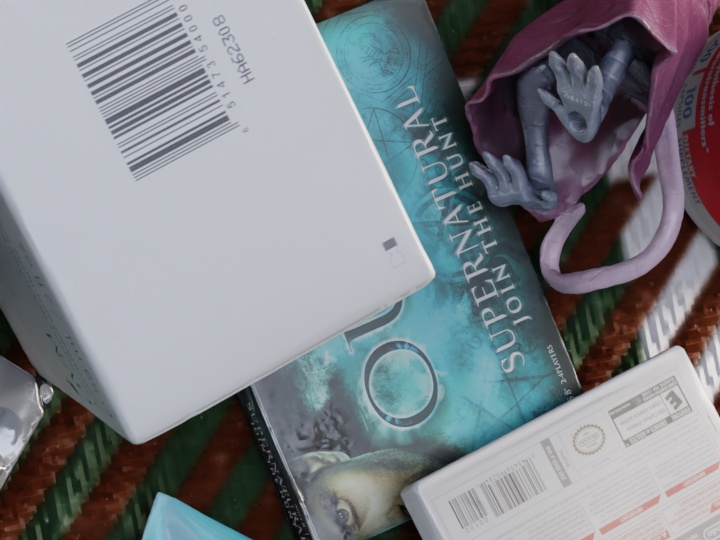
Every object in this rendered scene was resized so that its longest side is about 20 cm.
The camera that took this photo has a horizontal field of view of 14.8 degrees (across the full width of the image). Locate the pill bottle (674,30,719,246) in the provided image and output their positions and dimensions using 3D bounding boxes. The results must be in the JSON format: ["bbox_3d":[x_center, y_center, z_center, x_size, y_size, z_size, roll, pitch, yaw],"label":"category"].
[{"bbox_3d":[0.210,-0.064,1.115,0.112,0.200,0.113,2,84,-18],"label":"pill bottle"}]

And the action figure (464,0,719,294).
[{"bbox_3d":[0.126,-0.111,1.133,0.149,0.134,0.200,58,45,-26],"label":"action figure"}]

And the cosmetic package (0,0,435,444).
[{"bbox_3d":[-0.093,-0.064,0.979,0.123,0.200,0.200,-28,101,-10],"label":"cosmetic package"}]

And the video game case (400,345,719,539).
[{"bbox_3d":[0.119,0.148,1.117,0.143,0.018,0.201,-25,85,-28],"label":"video game case"}]

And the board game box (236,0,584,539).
[{"bbox_3d":[0.000,0.000,1.130,0.135,0.028,0.201,-24,92,-20],"label":"board game box"}]

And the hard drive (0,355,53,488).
[{"bbox_3d":[-0.223,0.095,1.043,0.139,0.038,0.200,33,75,-13],"label":"hard drive"}]

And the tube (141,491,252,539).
[{"bbox_3d":[-0.002,0.160,1.108,0.199,0.050,0.078,22,73,-11],"label":"tube"}]
